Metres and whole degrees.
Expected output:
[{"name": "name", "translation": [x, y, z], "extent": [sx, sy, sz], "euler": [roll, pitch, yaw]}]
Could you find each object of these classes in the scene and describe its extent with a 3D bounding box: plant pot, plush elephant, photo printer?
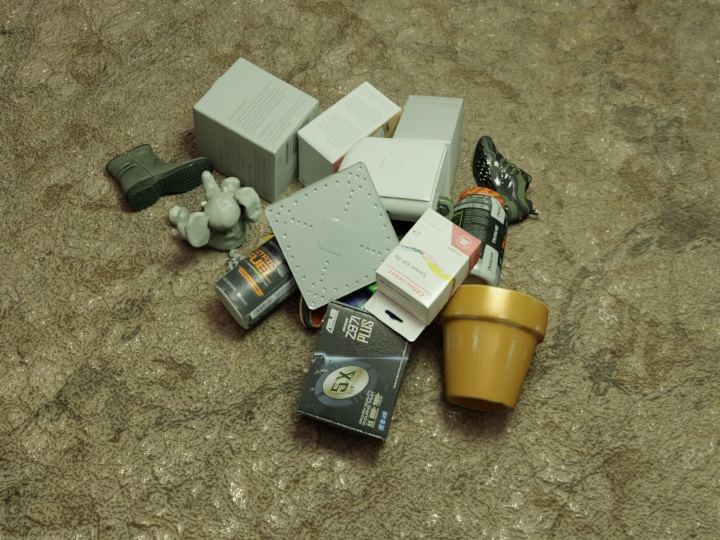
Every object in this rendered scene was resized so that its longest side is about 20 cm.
[{"name": "plant pot", "translation": [0.224, 0.146, 1.556], "extent": [0.195, 0.201, 0.188], "euler": [11, 73, 2]}, {"name": "plush elephant", "translation": [-0.270, -0.112, 1.674], "extent": [0.162, 0.156, 0.202], "euler": [-24, 63, -18]}, {"name": "photo printer", "translation": [0.053, -0.171, 1.622], "extent": [0.195, 0.070, 0.169], "euler": [7, 51, 15]}]

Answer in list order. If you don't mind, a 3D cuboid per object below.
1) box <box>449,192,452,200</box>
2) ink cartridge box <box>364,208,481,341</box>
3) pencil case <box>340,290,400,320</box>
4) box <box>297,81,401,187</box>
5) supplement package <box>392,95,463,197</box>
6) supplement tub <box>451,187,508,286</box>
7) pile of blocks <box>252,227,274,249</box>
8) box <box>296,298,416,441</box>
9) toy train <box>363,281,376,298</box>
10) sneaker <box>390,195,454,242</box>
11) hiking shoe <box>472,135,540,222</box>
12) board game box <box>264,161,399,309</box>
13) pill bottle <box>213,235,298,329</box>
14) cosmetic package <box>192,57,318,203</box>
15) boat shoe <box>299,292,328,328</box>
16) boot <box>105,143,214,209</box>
[{"name": "box", "translation": [0.121, -0.090, 1.723], "extent": [0.074, 0.051, 0.202], "euler": [1, 42, 23]}, {"name": "ink cartridge box", "translation": [0.104, 0.007, 1.496], "extent": [0.115, 0.068, 0.201], "euler": [32, 67, 19]}, {"name": "pencil case", "translation": [0.054, 0.066, 1.643], "extent": [0.196, 0.079, 0.088], "euler": [-21, 64, -16]}, {"name": "box", "translation": [-0.024, -0.252, 1.781], "extent": [0.106, 0.153, 0.199], "euler": [40, 64, 20]}, {"name": "supplement package", "translation": [0.136, -0.254, 1.769], "extent": [0.117, 0.124, 0.201], "euler": [6, 35, 10]}, {"name": "supplement tub", "translation": [0.220, -0.052, 1.702], "extent": [0.120, 0.123, 0.204], "euler": [13, 59, 3]}, {"name": "pile of blocks", "translation": [-0.125, -0.087, 1.722], "extent": [0.196, 0.062, 0.084], "euler": [-19, 104, -18]}, {"name": "box", "translation": [-0.004, 0.173, 1.526], "extent": [0.160, 0.086, 0.204], "euler": [17, 84, 6]}, {"name": "toy train", "translation": [0.000, 0.000, 1.652], "extent": [0.056, 0.042, 0.200], "euler": [-32, 34, -13]}, {"name": "sneaker", "translation": [0.079, -0.097, 1.665], "extent": [0.195, 0.077, 0.080], "euler": [-13, 24, -1]}, {"name": "hiking shoe", "translation": [0.302, -0.191, 1.830], "extent": [0.098, 0.076, 0.204], "euler": [-9, 69, -20]}, {"name": "board game box", "translation": [-0.043, -0.062, 1.561], "extent": [0.196, 0.026, 0.203], "euler": [-24, 101, 6]}, {"name": "pill bottle", "translation": [-0.166, 0.007, 1.627], "extent": [0.199, 0.107, 0.106], "euler": [-40, 69, -15]}, {"name": "cosmetic package", "translation": [-0.210, -0.283, 1.776], "extent": [0.198, 0.166, 0.166], "euler": [30, 60, 13]}, {"name": "boat shoe", "translation": [-0.055, 0.014, 1.623], "extent": [0.062, 0.071, 0.204], "euler": [19, 91, 34]}, {"name": "boot", "translation": [-0.408, -0.214, 1.780], "extent": [0.197, 0.068, 0.132], "euler": [-24, 58, -20]}]
